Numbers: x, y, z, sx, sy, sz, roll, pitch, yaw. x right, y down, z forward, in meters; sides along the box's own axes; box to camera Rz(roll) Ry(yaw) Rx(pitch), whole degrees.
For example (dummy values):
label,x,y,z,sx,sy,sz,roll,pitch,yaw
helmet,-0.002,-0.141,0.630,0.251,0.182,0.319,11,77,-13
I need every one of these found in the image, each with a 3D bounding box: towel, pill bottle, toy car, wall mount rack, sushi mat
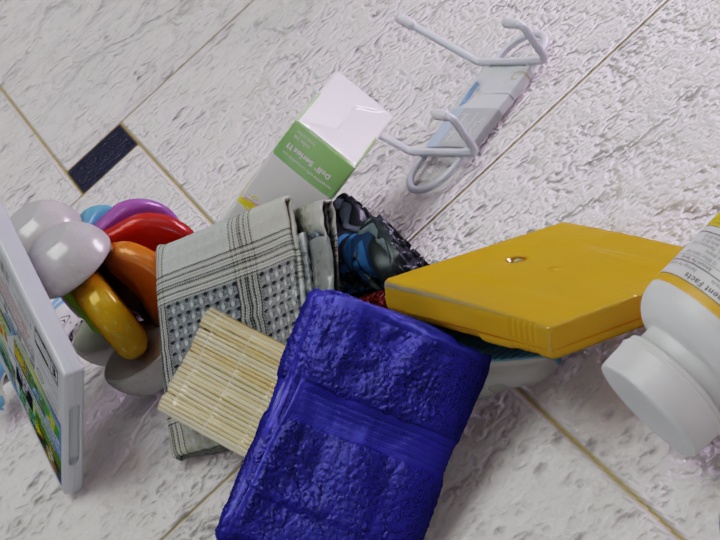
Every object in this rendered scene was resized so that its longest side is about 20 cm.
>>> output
label,x,y,z,sx,sy,sz,roll,pitch,yaw
towel,-0.008,0.123,1.451,0.147,0.050,0.201,19,81,18
pill bottle,0.253,0.021,1.326,0.200,0.113,0.113,-45,29,-7
towel,-0.094,0.048,1.690,0.199,0.034,0.194,-16,71,36
toy car,-0.218,0.001,1.858,0.150,0.175,0.200,-42,28,-10
wall mount rack,0.071,-0.164,1.835,0.173,0.075,0.200,6,53,53
sushi mat,-0.078,0.103,1.633,0.199,0.012,0.096,24,88,40

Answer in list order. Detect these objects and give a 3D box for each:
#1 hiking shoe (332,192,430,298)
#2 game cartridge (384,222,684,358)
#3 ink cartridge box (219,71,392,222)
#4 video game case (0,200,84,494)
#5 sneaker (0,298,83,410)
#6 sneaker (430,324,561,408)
label,x,y,z,sx,sy,sz,roll,pitch,yaw
hiking shoe,0.000,0.000,1.713,0.087,0.074,0.200,-46,18,-2
game cartridge,0.142,0.012,1.470,0.176,0.033,0.200,-18,19,-29
ink cartridge box,-0.065,-0.063,1.776,0.200,0.067,0.117,-51,3,32
video game case,-0.286,0.067,1.789,0.022,0.183,0.200,-18,56,-21
sneaker,-0.305,0.060,2.011,0.200,0.073,0.072,-42,-2,-26
sneaker,0.054,0.083,1.526,0.199,0.081,0.077,-10,27,12
